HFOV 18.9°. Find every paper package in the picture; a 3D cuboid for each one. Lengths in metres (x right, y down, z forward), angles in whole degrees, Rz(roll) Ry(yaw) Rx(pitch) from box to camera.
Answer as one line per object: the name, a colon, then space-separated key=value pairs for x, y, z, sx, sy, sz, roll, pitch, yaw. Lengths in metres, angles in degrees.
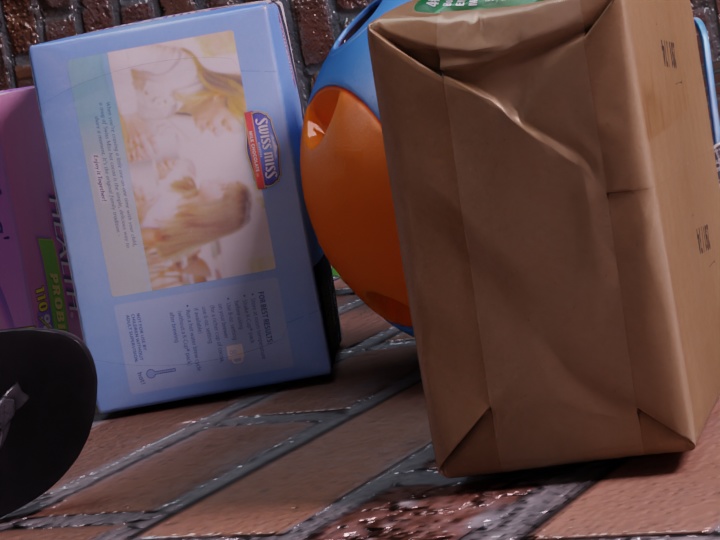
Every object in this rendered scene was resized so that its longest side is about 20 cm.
paper package: x=0.087 y=-0.029 z=0.893 sx=0.103 sy=0.192 sz=0.200 roll=-8 pitch=8 yaw=18

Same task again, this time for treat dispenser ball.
treat dispenser ball: x=0.069 y=-0.057 z=1.098 sx=0.200 sy=0.202 sz=0.201 roll=-10 pitch=7 yaw=1

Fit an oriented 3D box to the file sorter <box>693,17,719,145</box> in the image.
file sorter: x=0.120 y=-0.087 z=1.386 sx=0.199 sy=0.123 sz=0.139 roll=-3 pitch=-8 yaw=-11

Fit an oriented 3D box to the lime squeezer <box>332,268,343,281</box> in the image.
lime squeezer: x=0.000 y=0.000 z=1.478 sx=0.070 sy=0.038 sz=0.199 roll=26 pitch=-19 yaw=-39

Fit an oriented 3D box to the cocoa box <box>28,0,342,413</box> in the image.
cocoa box: x=-0.091 y=-0.038 z=1.179 sx=0.133 sy=0.201 sz=0.131 roll=-10 pitch=7 yaw=3

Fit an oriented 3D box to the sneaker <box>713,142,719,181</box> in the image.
sneaker: x=0.165 y=-0.031 z=1.255 sx=0.076 sy=0.081 sz=0.200 roll=-17 pitch=7 yaw=-32

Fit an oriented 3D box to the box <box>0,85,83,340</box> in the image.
box: x=-0.261 y=-0.008 z=1.281 sx=0.199 sy=0.177 sz=0.097 roll=-6 pitch=7 yaw=22

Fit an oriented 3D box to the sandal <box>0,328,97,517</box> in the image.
sandal: x=-0.198 y=0.084 z=0.902 sx=0.199 sy=0.076 sz=0.043 roll=-23 pitch=8 yaw=-15
